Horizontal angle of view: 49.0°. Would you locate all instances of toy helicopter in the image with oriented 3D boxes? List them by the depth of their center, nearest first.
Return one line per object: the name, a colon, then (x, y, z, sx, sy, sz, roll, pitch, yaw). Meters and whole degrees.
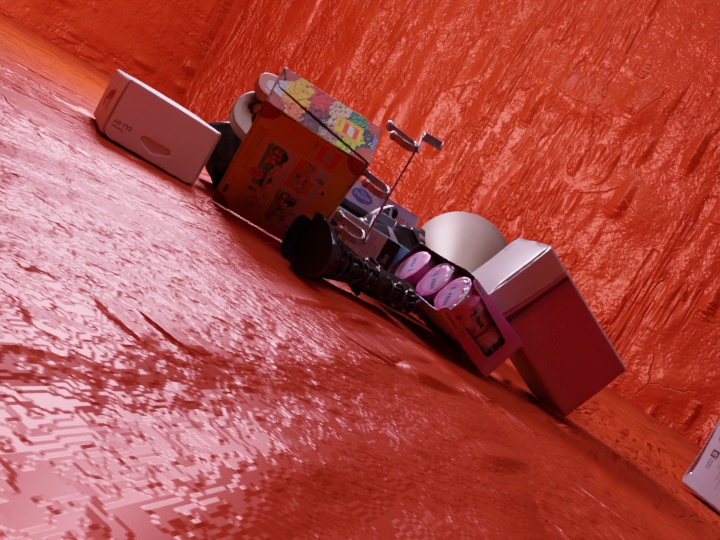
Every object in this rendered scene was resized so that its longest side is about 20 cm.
toy helicopter: (-0.103, -0.182, 1.155, 0.199, 0.133, 0.079, 32, -39, -15)

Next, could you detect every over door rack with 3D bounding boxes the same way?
over door rack: (0.033, -0.119, 1.049, 0.066, 0.149, 0.200, 34, 17, 8)

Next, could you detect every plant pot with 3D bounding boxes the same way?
plant pot: (0.155, 0.017, 1.306, 0.186, 0.189, 0.200, 31, 20, 2)

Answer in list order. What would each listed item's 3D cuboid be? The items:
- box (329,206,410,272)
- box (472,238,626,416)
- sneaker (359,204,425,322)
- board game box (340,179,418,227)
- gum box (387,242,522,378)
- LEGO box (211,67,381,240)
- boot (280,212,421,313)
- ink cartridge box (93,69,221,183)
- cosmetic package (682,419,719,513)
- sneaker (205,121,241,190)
box: (-0.029, -0.045, 1.153, 0.199, 0.083, 0.049, 34, 6, 23)
box: (0.243, 0.073, 1.064, 0.201, 0.108, 0.128, 55, -3, -11)
sneaker: (0.072, -0.017, 1.180, 0.201, 0.090, 0.067, 54, -3, 14)
board game box: (-0.032, -0.120, 1.344, 0.199, 0.042, 0.198, 29, -10, -32)
gum box: (0.119, 0.047, 1.020, 0.114, 0.066, 0.200, 52, -4, -22)
LEGO box: (-0.087, -0.137, 1.035, 0.148, 0.200, 0.078, 30, 46, -12)
boot: (0.000, 0.000, 0.937, 0.173, 0.070, 0.200, 30, 3, -18)
ink cartridge box: (-0.294, -0.209, 1.129, 0.144, 0.084, 0.200, 29, 5, -27)
cosmetic package: (0.599, 0.299, 1.092, 0.198, 0.169, 0.166, 30, 4, -24)
sneaker: (-0.214, -0.159, 1.248, 0.075, 0.092, 0.200, -4, -14, -6)
